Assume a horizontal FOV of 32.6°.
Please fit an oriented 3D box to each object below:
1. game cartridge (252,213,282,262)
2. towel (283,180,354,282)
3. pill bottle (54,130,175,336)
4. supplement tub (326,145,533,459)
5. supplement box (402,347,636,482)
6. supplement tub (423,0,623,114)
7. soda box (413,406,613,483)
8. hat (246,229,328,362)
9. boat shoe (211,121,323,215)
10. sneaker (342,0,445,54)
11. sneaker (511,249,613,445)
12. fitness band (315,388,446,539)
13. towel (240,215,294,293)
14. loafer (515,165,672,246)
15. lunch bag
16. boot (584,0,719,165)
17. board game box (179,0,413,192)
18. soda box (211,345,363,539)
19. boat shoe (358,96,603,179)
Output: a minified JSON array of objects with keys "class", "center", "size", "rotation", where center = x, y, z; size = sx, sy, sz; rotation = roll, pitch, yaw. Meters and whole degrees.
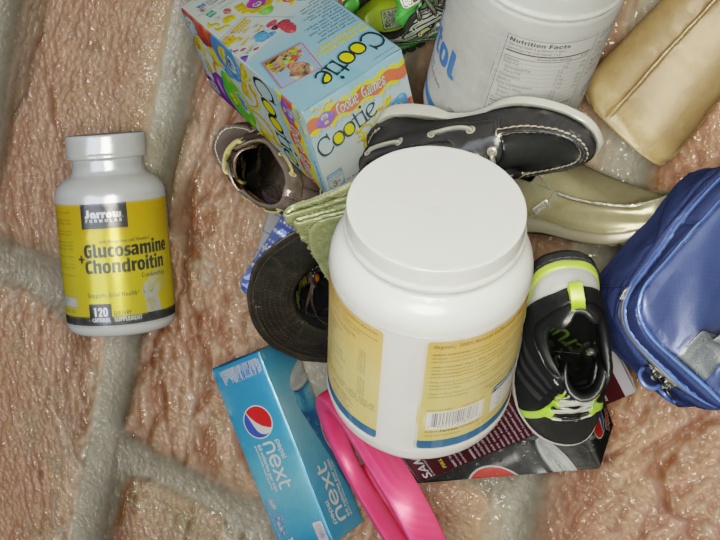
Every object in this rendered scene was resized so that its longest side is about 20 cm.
[{"class":"game cartridge","center":[-0.007,-0.002,1.177],"size":[0.200,0.038,0.130],"rotation":[27,106,21]},{"class":"towel","center":[0.043,-0.005,0.991],"size":[0.148,0.037,0.200],"rotation":[-15,133,22]},{"class":"pill bottle","center":[-0.252,-0.039,1.255],"size":[0.112,0.112,0.201],"rotation":[1,99,28]},{"class":"supplement tub","center":[0.048,0.025,0.890],"size":[0.144,0.145,0.200],"rotation":[28,141,21]},{"class":"supplement box","center":[0.120,0.089,1.047],"size":[0.200,0.109,0.061],"rotation":[-26,127,12]},{"class":"supplement tub","center":[0.128,-0.189,0.970],"size":[0.132,0.132,0.200],"rotation":[39,150,17]},{"class":"soda box","center":[0.119,0.142,1.107],"size":[0.200,0.063,0.071],"rotation":[-11,115,30]},{"class":"hat","center":[0.000,0.000,1.085],"size":[0.200,0.081,0.201],"rotation":[-1,134,-1]},{"class":"boat shoe","center":[-0.092,-0.097,1.147],"size":[0.200,0.059,0.072],"rotation":[38,108,49]},{"class":"sneaker","center":[0.073,-0.233,1.064],"size":[0.200,0.085,0.078],"rotation":[-17,90,29]},{"class":"sneaker","center":[0.151,0.077,0.919],"size":[0.071,0.083,0.200],"rotation":[-10,131,2]},{"class":"fitness band","center":[0.018,0.191,1.107],"size":[0.037,0.144,0.200],"rotation":[-29,57,-12]},{"class":"towel","center":[-0.019,-0.020,1.150],"size":[0.145,0.024,0.200],"rotation":[40,114,16]},{"class":"loafer","center":[0.178,-0.064,1.043],"size":[0.199,0.076,0.069],"rotation":[4,107,28]},{"class":"lunch bag","center":[0.271,0.014,0.919],"size":[0.136,0.132,0.200],"rotation":[41,80,-5]},{"class":"boot","center":[0.245,-0.214,0.988],"size":[0.175,0.066,0.200],"rotation":[47,118,14]},{"class":"board game box","center":[-0.053,-0.174,1.075],"size":[0.200,0.105,0.103],"rotation":[44,162,38]},{"class":"soda box","center":[-0.072,0.174,1.221],"size":[0.064,0.068,0.201],"rotation":[-22,88,28]},{"class":"boat shoe","center":[0.088,-0.092,0.955],"size":[0.200,0.060,0.074],"rotation":[7,142,31]}]
